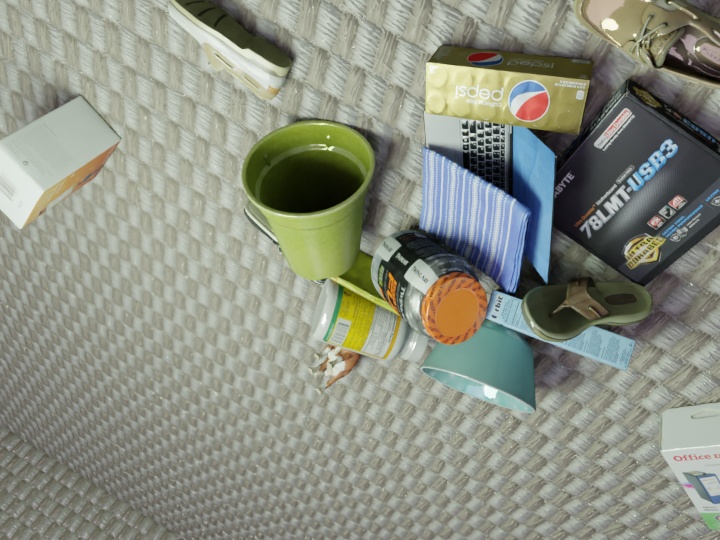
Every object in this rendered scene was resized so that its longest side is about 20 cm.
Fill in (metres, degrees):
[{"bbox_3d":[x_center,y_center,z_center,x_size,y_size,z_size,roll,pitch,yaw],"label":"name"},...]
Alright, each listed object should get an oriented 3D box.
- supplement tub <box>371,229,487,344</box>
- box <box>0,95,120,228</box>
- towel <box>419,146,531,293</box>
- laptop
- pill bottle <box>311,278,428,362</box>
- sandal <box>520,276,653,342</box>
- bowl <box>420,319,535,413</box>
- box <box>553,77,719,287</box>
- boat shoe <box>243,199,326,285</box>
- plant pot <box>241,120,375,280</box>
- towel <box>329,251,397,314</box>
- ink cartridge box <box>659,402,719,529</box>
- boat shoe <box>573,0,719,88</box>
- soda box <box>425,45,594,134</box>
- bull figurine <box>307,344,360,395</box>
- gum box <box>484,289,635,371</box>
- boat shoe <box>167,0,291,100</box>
[{"bbox_3d":[0.099,0.023,0.860,0.124,0.121,0.200,60,173,-25],"label":"supplement tub"},{"bbox_3d":[-0.569,-0.200,1.062,0.107,0.201,0.151,47,134,-14],"label":"box"},{"bbox_3d":[0.153,-0.071,0.815,0.199,0.023,0.148,40,148,36],"label":"towel"},{"bbox_3d":[0.169,-0.104,0.787,0.194,0.117,0.192,8,130,23],"label":"laptop"},{"bbox_3d":[0.020,0.093,1.016,0.194,0.115,0.114,18,136,-11],"label":"pill bottle"},{"bbox_3d":[0.297,0.037,0.753,0.195,0.081,0.058,-10,144,-15],"label":"sandal"},{"bbox_3d":[0.206,0.148,0.953,0.195,0.108,0.201,21,167,5],"label":"bowl"},{"bbox_3d":[0.350,-0.102,0.736,0.196,0.050,0.201,33,136,-1],"label":"box"},{"bbox_3d":[-0.131,-0.050,1.032,0.198,0.072,0.068,37,132,-6],"label":"boat shoe"},{"bbox_3d":[-0.069,-0.093,0.898,0.195,0.204,0.187,15,145,17],"label":"plant pot"},{"bbox_3d":[0.000,0.000,0.990,0.196,0.087,0.018,28,139,5],"label":"towel"},{"bbox_3d":[0.588,0.311,0.918,0.143,0.088,0.202,-22,112,40],"label":"ink cartridge box"},{"bbox_3d":[0.320,-0.252,0.614,0.196,0.065,0.073,28,135,5],"label":"boat shoe"},{"bbox_3d":[0.180,-0.226,0.716,0.194,0.065,0.069,14,133,19],"label":"soda box"},{"bbox_3d":[-0.037,0.159,1.128,0.065,0.120,0.203,43,144,22],"label":"bull figurine"},{"bbox_3d":[0.282,0.084,0.855,0.195,0.170,0.046,21,91,13],"label":"gum box"},{"bbox_3d":[-0.198,-0.324,0.840,0.197,0.075,0.069,35,130,-2],"label":"boat shoe"}]
